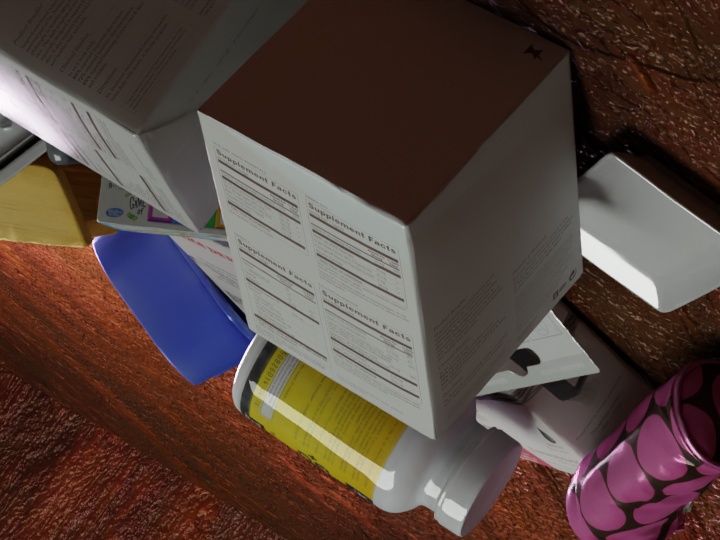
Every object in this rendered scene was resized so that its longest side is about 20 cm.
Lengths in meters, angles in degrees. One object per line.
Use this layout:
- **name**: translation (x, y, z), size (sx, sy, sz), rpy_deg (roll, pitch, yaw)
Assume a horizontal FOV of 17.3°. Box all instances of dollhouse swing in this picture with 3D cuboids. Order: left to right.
- **dollhouse swing**: translation (-0.266, -0.139, 1.904), size (0.181, 0.177, 0.200), rpy_deg (5, -160, 11)

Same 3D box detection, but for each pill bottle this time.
- **pill bottle**: translation (0.014, 0.106, 1.728), size (0.200, 0.112, 0.112), rpy_deg (33, 167, 16)

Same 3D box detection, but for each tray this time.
- **tray**: translation (0.172, -0.026, 1.423), size (0.107, 0.022, 0.200), rpy_deg (35, 167, -2)

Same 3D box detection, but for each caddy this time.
- **caddy**: translation (-0.144, 0.005, 2.106), size (0.200, 0.105, 0.141), rpy_deg (54, -170, 3)

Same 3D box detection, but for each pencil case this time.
- **pencil case**: translation (0.219, 0.132, 1.641), size (0.093, 0.091, 0.200), rpy_deg (22, 153, -7)

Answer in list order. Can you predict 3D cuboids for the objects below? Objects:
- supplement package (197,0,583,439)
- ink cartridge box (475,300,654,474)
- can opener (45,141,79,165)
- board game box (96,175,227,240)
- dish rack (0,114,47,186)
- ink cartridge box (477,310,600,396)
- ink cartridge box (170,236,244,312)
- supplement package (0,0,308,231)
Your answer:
- **supplement package**: translation (0.023, -0.043, 1.361), size (0.150, 0.152, 0.200), rpy_deg (29, 151, 27)
- **ink cartridge box**: translation (0.109, 0.062, 1.767), size (0.200, 0.085, 0.145), rpy_deg (44, 164, -25)
- **can opener**: translation (-0.158, -0.085, 1.784), size (0.053, 0.067, 0.200), rpy_deg (-4, -176, 31)
- **board game box**: translation (-0.115, -0.041, 1.706), size (0.134, 0.034, 0.200), rpy_deg (6, 179, -3)
- **dish rack**: translation (-0.298, -0.167, 1.783), size (0.200, 0.171, 0.044), rpy_deg (55, -164, -1)
- **ink cartridge box**: translation (0.063, -0.010, 1.574), size (0.200, 0.057, 0.162), rpy_deg (45, 152, -17)
- **ink cartridge box**: translation (-0.066, -0.012, 1.944), size (0.144, 0.084, 0.200), rpy_deg (25, 165, 41)
- **supplement package**: translation (-0.152, -0.156, 1.455), size (0.200, 0.152, 0.151), rpy_deg (30, 167, 21)
